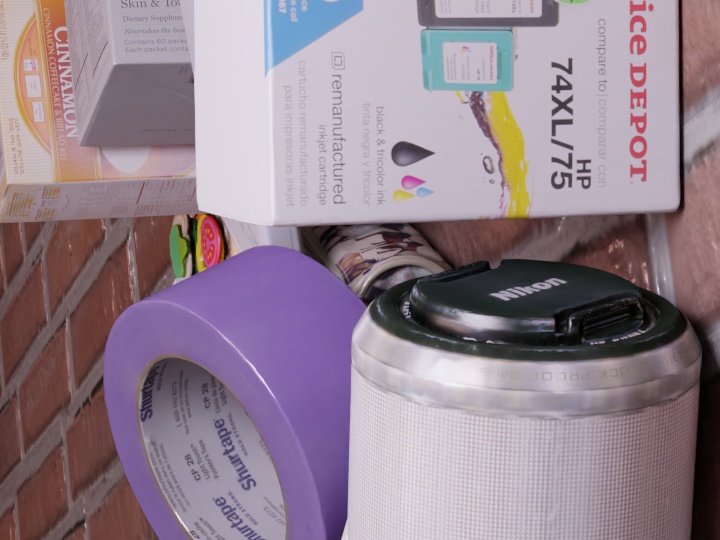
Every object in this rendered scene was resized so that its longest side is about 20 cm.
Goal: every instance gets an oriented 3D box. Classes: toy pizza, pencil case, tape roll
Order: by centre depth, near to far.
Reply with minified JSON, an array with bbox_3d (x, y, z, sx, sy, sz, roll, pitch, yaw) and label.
[{"bbox_3d":[-0.052,0.093,1.643,0.200,0.085,0.201,34,138,38],"label":"tape roll"},{"bbox_3d":[0.000,0.000,1.734,0.200,0.089,0.078,-128,51,-64],"label":"pencil case"},{"bbox_3d":[-0.119,-0.014,2.280,0.200,0.032,0.201,177,90,-75],"label":"toy pizza"}]

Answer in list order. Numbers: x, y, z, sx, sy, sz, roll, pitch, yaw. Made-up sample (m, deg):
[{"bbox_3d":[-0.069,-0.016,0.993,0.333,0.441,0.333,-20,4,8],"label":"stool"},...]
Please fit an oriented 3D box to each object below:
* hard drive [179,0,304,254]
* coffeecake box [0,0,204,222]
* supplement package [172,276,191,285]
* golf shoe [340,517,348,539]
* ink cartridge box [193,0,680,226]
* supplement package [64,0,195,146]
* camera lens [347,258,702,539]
[{"bbox_3d":[-0.066,-0.074,1.678,0.132,0.026,0.201,-117,14,-45],"label":"hard drive"},{"bbox_3d":[-0.169,-0.122,2.129,0.073,0.199,0.154,121,143,-64],"label":"coffeecake box"},{"bbox_3d":[-0.073,0.114,1.984,0.114,0.109,0.201,123,142,-64],"label":"supplement package"},{"bbox_3d":[0.048,0.091,1.486,0.088,0.077,0.201,14,-80,-65],"label":"golf shoe"},{"bbox_3d":[0.034,-0.100,1.386,0.146,0.199,0.148,-165,73,-73],"label":"ink cartridge box"},{"bbox_3d":[-0.120,-0.207,2.024,0.151,0.151,0.201,126,139,-66],"label":"supplement package"},{"bbox_3d":[0.073,0.104,1.349,0.160,0.159,0.201,-136,46,-68],"label":"camera lens"}]
